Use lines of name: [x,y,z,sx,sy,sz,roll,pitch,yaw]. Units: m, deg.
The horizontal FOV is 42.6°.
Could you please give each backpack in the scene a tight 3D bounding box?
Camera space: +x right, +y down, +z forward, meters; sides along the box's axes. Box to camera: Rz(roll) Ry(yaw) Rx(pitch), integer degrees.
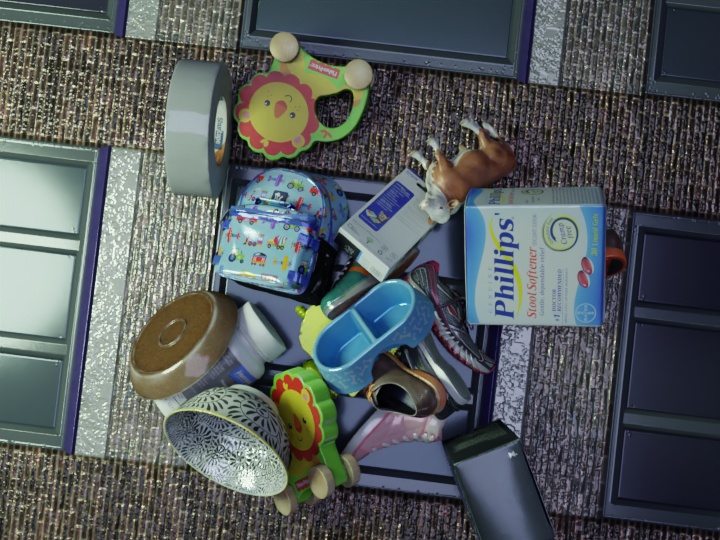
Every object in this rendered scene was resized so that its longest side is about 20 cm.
backpack: [-0.116,-0.066,1.404,0.180,0.134,0.203,15,82,20]

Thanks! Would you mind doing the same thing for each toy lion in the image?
toy lion: [-0.089,0.248,1.382,0.068,0.200,0.194,-14,74,-36]
toy lion: [-0.095,-0.261,1.462,0.198,0.069,0.194,19,95,1]

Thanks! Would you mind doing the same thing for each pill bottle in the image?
pill bottle: [-0.219,0.146,1.419,0.199,0.114,0.114,-38,88,0]

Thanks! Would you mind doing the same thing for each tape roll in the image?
tape roll: [-0.240,-0.213,1.389,0.065,0.200,0.203,4,88,1]

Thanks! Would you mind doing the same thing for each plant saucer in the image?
plant saucer: [-0.275,0.102,1.390,0.199,0.201,0.035,-38,127,0]

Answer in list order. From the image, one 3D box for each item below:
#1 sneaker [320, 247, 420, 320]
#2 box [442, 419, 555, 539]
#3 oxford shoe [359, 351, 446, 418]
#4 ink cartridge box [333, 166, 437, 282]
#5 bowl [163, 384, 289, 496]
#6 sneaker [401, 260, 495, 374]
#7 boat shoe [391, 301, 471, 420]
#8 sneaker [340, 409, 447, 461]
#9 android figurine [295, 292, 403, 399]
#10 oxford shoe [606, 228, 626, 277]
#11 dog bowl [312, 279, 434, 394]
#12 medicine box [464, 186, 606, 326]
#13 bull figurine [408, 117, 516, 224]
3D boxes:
sneaker: [0.000,0.000,1.420,0.080,0.072,0.199,44,55,15]
box: [0.198,0.317,1.361,0.103,0.200,0.150,-20,88,0]
oxford shoe: [0.028,0.162,1.357,0.198,0.072,0.072,16,109,37]
ink cartridge box: [0.053,-0.074,1.422,0.099,0.039,0.200,40,50,8]
bowl: [-0.176,0.230,1.340,0.199,0.202,0.095,26,51,2]
sneaker: [0.144,0.076,1.432,0.074,0.081,0.201,-38,87,-2]
boat shoe: [0.088,0.130,1.393,0.060,0.075,0.201,-40,62,18]
sneaker: [0.065,0.249,1.428,0.200,0.075,0.105,-45,83,-5]
android figurine: [-0.015,0.112,1.453,0.200,0.041,0.182,43,90,2]
oxford shoe: [0.311,-0.022,1.449,0.197,0.072,0.073,-6,54,8]
dog bowl: [0.014,0.091,1.352,0.199,0.050,0.112,-38,43,0]
medicine box: [0.255,-0.021,1.353,0.197,0.103,0.185,0,109,11]
bull figurine: [0.151,-0.156,1.428,0.199,0.065,0.122,-30,88,-25]
